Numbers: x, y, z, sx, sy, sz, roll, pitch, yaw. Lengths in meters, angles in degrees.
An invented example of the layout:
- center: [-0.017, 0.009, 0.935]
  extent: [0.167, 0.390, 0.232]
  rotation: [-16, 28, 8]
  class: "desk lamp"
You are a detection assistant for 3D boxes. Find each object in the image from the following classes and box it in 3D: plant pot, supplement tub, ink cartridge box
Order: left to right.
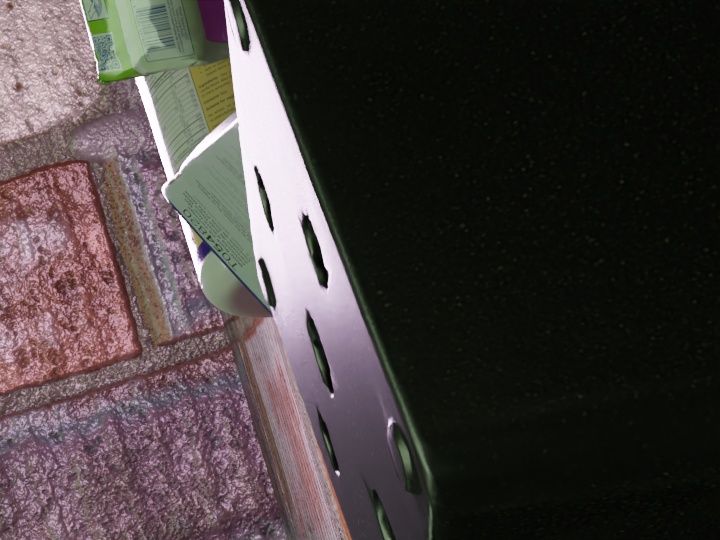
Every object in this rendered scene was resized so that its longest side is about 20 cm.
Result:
- center: [-0.048, -0.089, 1.142]
  extent: [0.145, 0.145, 0.200]
  rotation: [100, 153, -71]
  class: "supplement tub"
- center: [0.000, 0.000, 0.982]
  extent: [0.200, 0.041, 0.200]
  rotation: [48, 160, -7]
  class: "ink cartridge box"
- center: [0.074, -0.006, 0.436]
  extent: [0.200, 0.177, 0.200]
  rotation: [87, 165, -59]
  class: "plant pot"

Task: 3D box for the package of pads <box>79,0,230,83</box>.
- center: [-0.040, -0.174, 0.809]
  extent: [0.068, 0.200, 0.155]
  rotation: [-4, 105, 39]
  class: "package of pads"
